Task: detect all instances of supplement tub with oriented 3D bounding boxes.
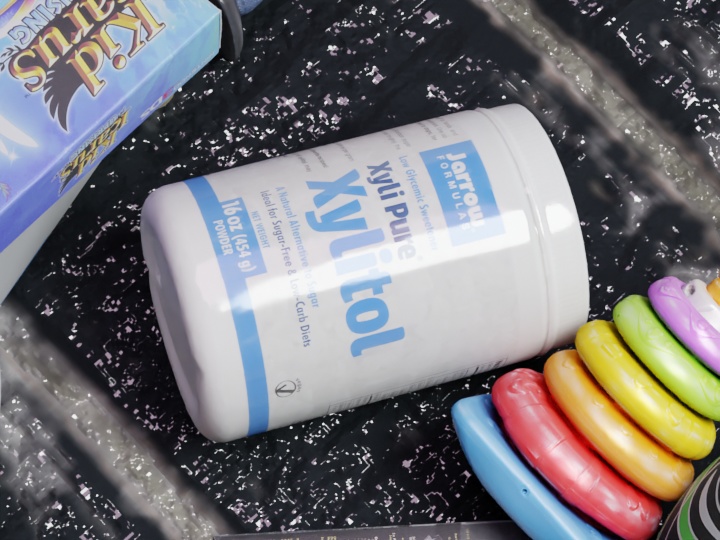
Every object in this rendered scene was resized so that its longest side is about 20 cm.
[{"bbox_3d":[0.000,0.000,1.204,0.199,0.132,0.133,-16,69,-11],"label":"supplement tub"}]

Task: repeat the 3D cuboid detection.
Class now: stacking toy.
[{"bbox_3d":[0.150,0.044,1.166,0.116,0.110,0.200,46,103,14],"label":"stacking toy"}]

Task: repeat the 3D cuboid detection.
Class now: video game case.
[{"bbox_3d":[-0.200,-0.112,1.187,0.181,0.045,0.200,41,69,11],"label":"video game case"}]

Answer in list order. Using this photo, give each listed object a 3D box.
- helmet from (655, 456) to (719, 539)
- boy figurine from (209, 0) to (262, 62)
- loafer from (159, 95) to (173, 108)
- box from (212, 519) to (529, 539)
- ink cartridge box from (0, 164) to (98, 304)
[{"bbox_3d":[0.224,0.162,1.125,0.199,0.201,0.191,7,28,-3],"label":"helmet"},{"bbox_3d":[-0.035,-0.209,1.326,0.124,0.065,0.200,28,62,30],"label":"boy figurine"},{"bbox_3d":[-0.167,-0.145,1.287,0.076,0.068,0.200,-37,59,-21],"label":"loafer"},{"bbox_3d":[0.011,0.223,1.155,0.157,0.050,0.201,-3,67,-7],"label":"box"},{"bbox_3d":[-0.248,-0.076,1.238,0.199,0.086,0.147,30,67,6],"label":"ink cartridge box"}]
